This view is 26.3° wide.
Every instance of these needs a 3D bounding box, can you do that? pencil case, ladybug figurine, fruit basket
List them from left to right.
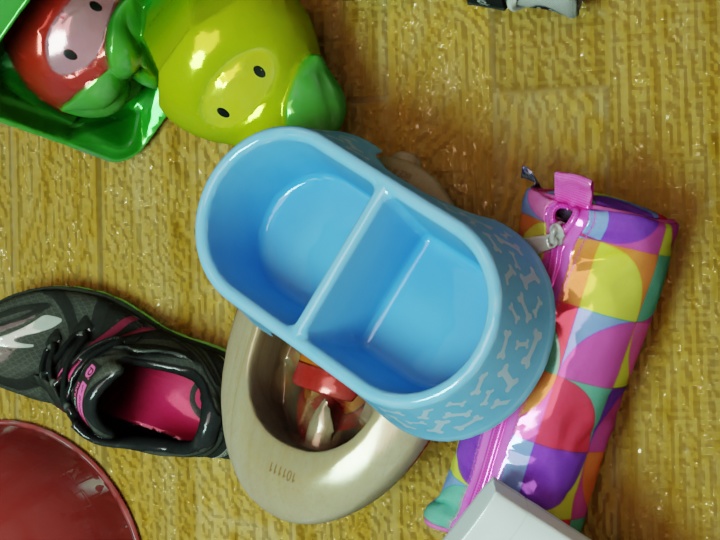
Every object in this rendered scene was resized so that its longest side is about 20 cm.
[{"bbox_3d":[-0.103,-0.139,0.834,0.214,0.155,0.218,-9,74,34],"label":"fruit basket"},{"bbox_3d":[0.000,0.036,0.814,0.135,0.072,0.201,21,89,32],"label":"ladybug figurine"},{"bbox_3d":[0.095,0.051,0.781,0.088,0.088,0.202,17,98,21],"label":"pencil case"}]

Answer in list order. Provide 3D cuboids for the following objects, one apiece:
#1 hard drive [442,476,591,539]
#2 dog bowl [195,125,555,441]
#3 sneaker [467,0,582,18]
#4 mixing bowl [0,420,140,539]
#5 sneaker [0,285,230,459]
[{"bbox_3d":[0.108,0.206,0.760,0.199,0.027,0.132,33,104,-10],"label":"hard drive"},{"bbox_3d":[0.000,0.000,0.750,0.199,0.050,0.112,34,94,28],"label":"dog bowl"},{"bbox_3d":[0.073,-0.165,0.790,0.199,0.074,0.089,-19,86,18],"label":"sneaker"},{"bbox_3d":[-0.235,0.194,0.903,0.198,0.108,0.202,0,91,21],"label":"mixing bowl"},{"bbox_3d":[-0.145,0.056,0.876,0.198,0.084,0.077,12,95,21],"label":"sneaker"}]
